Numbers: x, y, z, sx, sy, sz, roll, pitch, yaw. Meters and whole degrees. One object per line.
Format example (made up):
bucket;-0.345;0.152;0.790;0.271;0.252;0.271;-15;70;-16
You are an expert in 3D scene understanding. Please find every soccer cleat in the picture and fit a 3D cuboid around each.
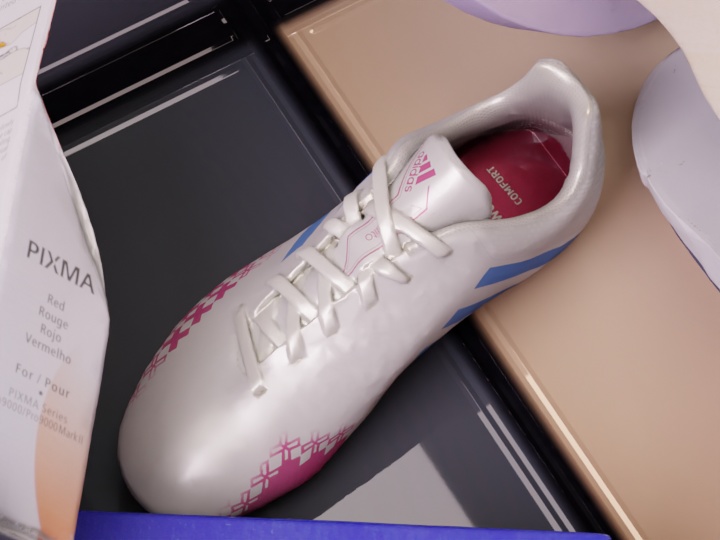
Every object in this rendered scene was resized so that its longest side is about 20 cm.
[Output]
soccer cleat;0.000;0.000;0.831;0.200;0.086;0.070;-39;72;-20

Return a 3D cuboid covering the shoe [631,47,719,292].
shoe;0.150;0.005;0.854;0.071;0.091;0.200;-26;37;4

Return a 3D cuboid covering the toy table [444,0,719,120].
toy table;0.105;-0.135;0.841;0.117;0.185;0.199;12;19;41

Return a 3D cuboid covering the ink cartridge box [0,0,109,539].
ink cartridge box;-0.138;0.008;0.787;0.050;0.162;0.201;34;51;-34

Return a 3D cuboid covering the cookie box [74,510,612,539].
cookie box;-0.026;0.164;0.753;0.199;0.075;0.172;3;62;-2
